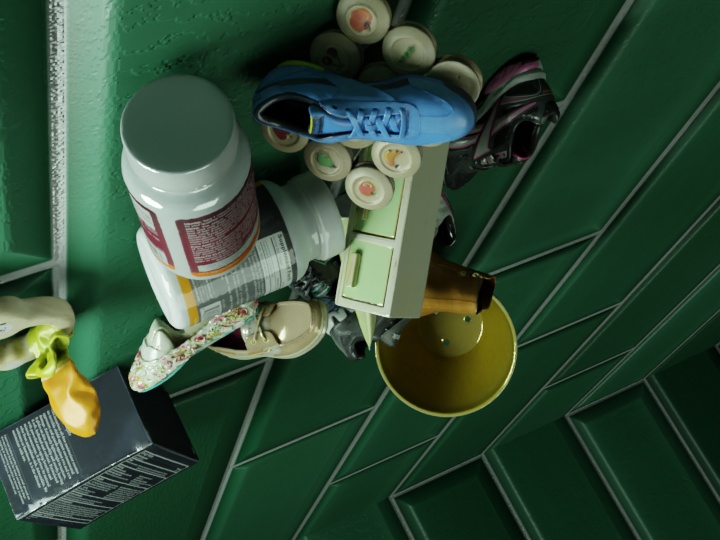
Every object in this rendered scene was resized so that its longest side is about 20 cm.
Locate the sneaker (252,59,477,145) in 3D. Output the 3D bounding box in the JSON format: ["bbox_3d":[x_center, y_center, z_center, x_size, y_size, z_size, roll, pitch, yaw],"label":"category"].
[{"bbox_3d":[0.001,-0.135,0.960,0.079,0.198,0.066,-66,163,-51],"label":"sneaker"}]

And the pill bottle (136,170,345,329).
[{"bbox_3d":[-0.124,-0.026,1.142,0.199,0.117,0.117,-23,159,-17],"label":"pill bottle"}]

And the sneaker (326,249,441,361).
[{"bbox_3d":[0.041,0.053,1.470,0.199,0.091,0.066,-37,158,19],"label":"sneaker"}]

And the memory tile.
[{"bbox_3d":[0.006,-0.151,1.006,0.200,0.153,0.017,-48,-169,40],"label":"memory tile"}]

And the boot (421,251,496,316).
[{"bbox_3d":[0.096,0.006,1.341,0.143,0.071,0.201,6,-156,10],"label":"boot"}]

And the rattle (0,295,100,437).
[{"bbox_3d":[-0.354,0.095,1.100,0.129,0.144,0.200,-10,165,1],"label":"rattle"}]

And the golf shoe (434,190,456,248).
[{"bbox_3d":[0.066,-0.082,1.298,0.072,0.093,0.200,-35,157,18],"label":"golf shoe"}]

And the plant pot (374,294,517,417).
[{"bbox_3d":[0.127,0.093,1.580,0.199,0.201,0.142,-34,-174,13],"label":"plant pot"}]

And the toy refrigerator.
[{"bbox_3d":[0.033,-0.055,1.169,0.070,0.075,0.202,3,98,-55],"label":"toy refrigerator"}]

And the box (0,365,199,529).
[{"bbox_3d":[-0.349,0.239,1.452,0.197,0.124,0.200,-28,161,0],"label":"box"}]

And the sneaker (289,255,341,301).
[{"bbox_3d":[-0.068,-0.012,1.304,0.075,0.080,0.200,-36,157,19],"label":"sneaker"}]

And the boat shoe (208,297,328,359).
[{"bbox_3d":[-0.127,0.076,1.382,0.199,0.074,0.069,-18,160,40],"label":"boat shoe"}]

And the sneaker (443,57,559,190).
[{"bbox_3d":[0.156,-0.150,1.263,0.080,0.087,0.200,-12,154,-34],"label":"sneaker"}]

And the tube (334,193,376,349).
[{"bbox_3d":[0.000,0.000,1.335,0.058,0.052,0.201,-37,136,-28],"label":"tube"}]

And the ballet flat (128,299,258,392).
[{"bbox_3d":[-0.217,0.071,1.342,0.199,0.076,0.064,-35,128,4],"label":"ballet flat"}]

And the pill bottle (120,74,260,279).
[{"bbox_3d":[-0.152,-0.081,0.980,0.113,0.115,0.200,-25,160,-12],"label":"pill bottle"}]

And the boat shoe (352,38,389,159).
[{"bbox_3d":[0.000,-0.156,1.072,0.071,0.066,0.201,-19,157,-25],"label":"boat shoe"}]

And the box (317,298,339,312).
[{"bbox_3d":[0.028,0.030,1.582,0.136,0.038,0.199,-41,157,26],"label":"box"}]
